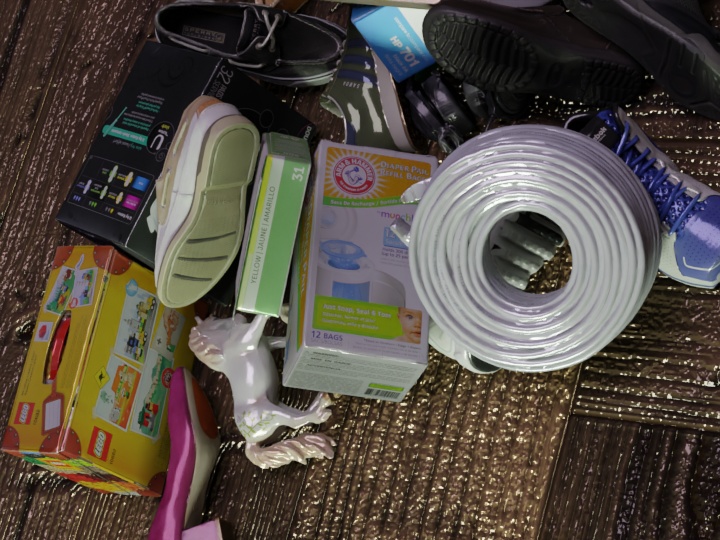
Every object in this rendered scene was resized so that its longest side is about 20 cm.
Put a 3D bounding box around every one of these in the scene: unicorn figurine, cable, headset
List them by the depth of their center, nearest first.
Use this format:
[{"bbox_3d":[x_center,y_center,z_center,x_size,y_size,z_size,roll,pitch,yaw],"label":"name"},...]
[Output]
[{"bbox_3d":[0.137,-0.018,1.515,0.200,0.069,0.200,-37,91,23],"label":"cable"},{"bbox_3d":[0.092,-0.163,1.700,0.123,0.094,0.200,-23,45,25],"label":"headset"},{"bbox_3d":[-0.091,0.088,1.720,0.137,0.074,0.200,-22,54,21],"label":"unicorn figurine"}]

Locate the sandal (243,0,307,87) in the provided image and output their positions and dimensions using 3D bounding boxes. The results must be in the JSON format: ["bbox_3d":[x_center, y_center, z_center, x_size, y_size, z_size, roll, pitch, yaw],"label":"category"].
[{"bbox_3d":[-0.077,-0.272,1.908,0.070,0.078,0.212,3,74,3],"label":"sandal"}]

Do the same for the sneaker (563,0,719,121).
[{"bbox_3d":[0.276,-0.215,1.604,0.114,0.076,0.199,-36,66,-25],"label":"sneaker"}]

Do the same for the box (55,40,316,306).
[{"bbox_3d":[-0.167,-0.094,1.810,0.124,0.149,0.200,19,80,45],"label":"box"}]

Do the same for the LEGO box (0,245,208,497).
[{"bbox_3d":[-0.236,0.096,1.769,0.077,0.149,0.200,0,68,36],"label":"LEGO box"}]

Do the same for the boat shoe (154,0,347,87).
[{"bbox_3d":[-0.102,-0.223,1.830,0.200,0.064,0.071,6,81,0],"label":"boat shoe"}]

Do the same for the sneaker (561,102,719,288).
[{"bbox_3d":[0.225,-0.070,1.546,0.081,0.115,0.199,-50,49,6],"label":"sneaker"}]

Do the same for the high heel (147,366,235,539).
[{"bbox_3d":[-0.177,0.188,1.732,0.096,0.067,0.200,-19,61,15],"label":"high heel"}]

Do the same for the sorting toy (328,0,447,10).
[{"bbox_3d":[-0.002,-0.343,1.668,0.199,0.070,0.200,9,82,27],"label":"sorting toy"}]

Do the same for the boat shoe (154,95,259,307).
[{"bbox_3d":[-0.147,-0.063,1.704,0.068,0.075,0.200,45,124,40],"label":"boat shoe"}]

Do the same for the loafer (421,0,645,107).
[{"bbox_3d":[0.149,-0.196,1.646,0.071,0.200,0.073,-84,14,-45],"label":"loafer"}]

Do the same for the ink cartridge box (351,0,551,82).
[{"bbox_3d":[0.098,-0.280,1.729,0.200,0.086,0.147,-25,31,22],"label":"ink cartridge box"}]

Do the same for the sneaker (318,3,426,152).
[{"bbox_3d":[-0.004,-0.185,1.792,0.090,0.067,0.200,-24,62,21],"label":"sneaker"}]

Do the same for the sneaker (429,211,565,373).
[{"bbox_3d":[0.116,-0.013,1.629,0.081,0.075,0.200,19,79,49],"label":"sneaker"}]

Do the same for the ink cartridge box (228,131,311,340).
[{"bbox_3d":[-0.078,-0.030,1.631,0.200,0.048,0.146,-104,25,-74],"label":"ink cartridge box"}]

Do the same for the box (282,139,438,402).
[{"bbox_3d":[0.000,0.000,1.651,0.101,0.112,0.200,119,158,-64],"label":"box"}]
